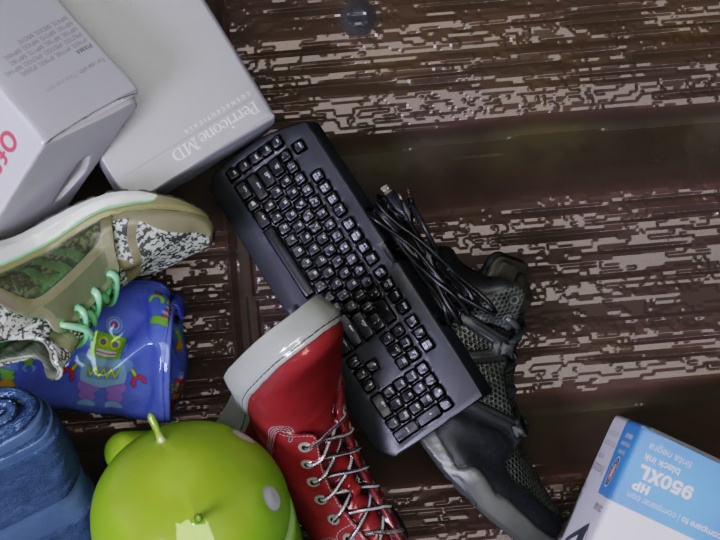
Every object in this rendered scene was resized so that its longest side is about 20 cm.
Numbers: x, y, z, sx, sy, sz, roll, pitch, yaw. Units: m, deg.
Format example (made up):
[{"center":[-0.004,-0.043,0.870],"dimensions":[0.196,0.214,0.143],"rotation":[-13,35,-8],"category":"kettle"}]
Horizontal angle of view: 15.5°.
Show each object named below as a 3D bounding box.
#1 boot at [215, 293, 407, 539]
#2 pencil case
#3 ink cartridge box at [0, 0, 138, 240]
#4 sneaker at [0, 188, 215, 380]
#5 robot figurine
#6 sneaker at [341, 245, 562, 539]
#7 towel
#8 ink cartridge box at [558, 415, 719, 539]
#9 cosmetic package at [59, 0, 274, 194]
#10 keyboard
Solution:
[{"center":[-0.012,0.104,1.493],"dimensions":[0.072,0.200,0.144],"rotation":[-34,75,-20],"category":"boot"},{"center":[-0.199,0.035,1.556],"dimensions":[0.199,0.078,0.087],"rotation":[9,106,-3],"category":"pencil case"},{"center":[-0.241,-0.118,1.502],"dimensions":[0.200,0.148,0.086],"rotation":[49,46,9],"category":"ink cartridge box"},{"center":[-0.170,0.022,1.484],"dimensions":[0.199,0.077,0.089],"rotation":[-19,65,-14],"category":"sneaker"},{"center":[-0.089,0.165,1.500],"dimensions":[0.115,0.200,0.176],"rotation":[-25,53,-11],"category":"robot figurine"},{"center":[0.078,0.066,1.567],"dimensions":[0.114,0.076,0.200],"rotation":[-35,86,5],"category":"sneaker"},{"center":[-0.205,0.141,1.510],"dimensions":[0.111,0.200,0.049],"rotation":[-24,52,-5],"category":"towel"},{"center":[0.150,0.193,1.535],"dimensions":[0.084,0.145,0.201],"rotation":[25,89,0],"category":"ink cartridge box"},{"center":[-0.144,-0.143,1.556],"dimensions":[0.107,0.090,0.200],"rotation":[-34,88,-5],"category":"cosmetic package"},{"center":[0.000,0.000,1.526],"dimensions":[0.104,0.040,0.200],"rotation":[-35,82,6],"category":"keyboard"}]
